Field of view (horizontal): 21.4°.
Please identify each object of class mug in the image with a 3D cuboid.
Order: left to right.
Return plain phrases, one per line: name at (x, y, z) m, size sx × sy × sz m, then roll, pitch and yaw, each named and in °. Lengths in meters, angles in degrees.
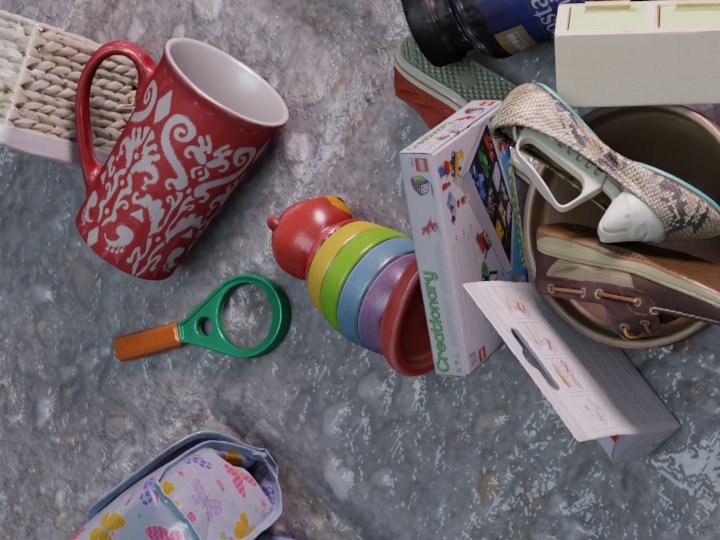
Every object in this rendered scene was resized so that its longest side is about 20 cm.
mug at (-0.188, -0.113, 1.802) m, size 0.178 × 0.133 × 0.200 m, roll 44°, pitch 114°, yaw 24°

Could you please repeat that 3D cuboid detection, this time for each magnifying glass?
magnifying glass at (-0.154, 0.056, 1.837) m, size 0.200 × 0.022 × 0.080 m, roll -15°, pitch 81°, yaw 28°

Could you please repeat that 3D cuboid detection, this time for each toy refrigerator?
toy refrigerator at (0.256, -0.177, 1.515) m, size 0.200 × 0.076 × 0.070 m, roll -1°, pitch 117°, yaw 10°

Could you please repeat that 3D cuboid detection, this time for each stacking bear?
stacking bear at (0.000, 0.000, 1.700) m, size 0.200 × 0.121 × 0.114 m, roll 34°, pitch 98°, yaw 37°

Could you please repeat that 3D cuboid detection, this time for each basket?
basket at (-0.316, -0.176, 1.840) m, size 0.135 × 0.200 × 0.124 m, roll 19°, pitch 92°, yaw 29°

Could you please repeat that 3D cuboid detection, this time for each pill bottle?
pill bottle at (0.140, -0.245, 1.603) m, size 0.200 × 0.112 × 0.112 m, roll -20°, pitch 78°, yaw 22°

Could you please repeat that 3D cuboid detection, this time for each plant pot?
plant pot at (0.241, -0.036, 1.560) m, size 0.201 × 0.093 × 0.201 m, roll -1°, pitch 87°, yaw 30°

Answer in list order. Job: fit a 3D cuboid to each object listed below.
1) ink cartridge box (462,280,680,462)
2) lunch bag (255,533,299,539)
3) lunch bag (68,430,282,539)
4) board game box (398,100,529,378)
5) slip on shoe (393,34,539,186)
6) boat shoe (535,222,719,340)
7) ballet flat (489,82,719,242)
ink cartridge box at (0.161, 0.083, 1.542) m, size 0.047 × 0.200 × 0.160 m, roll -45°, pitch 68°, yaw 23°
lunch bag at (-0.058, 0.339, 1.713) m, size 0.170 × 0.127 × 0.200 m, roll 6°, pitch 63°, yaw 30°
lunch bag at (-0.175, 0.238, 1.738) m, size 0.170 × 0.200 × 0.127 m, roll -39°, pitch 86°, yaw 23°
board game box at (0.091, -0.027, 1.588) m, size 0.035 × 0.126 × 0.200 m, roll 4°, pitch 115°, yaw 32°
slip on shoe at (0.108, -0.130, 1.666) m, size 0.200 × 0.074 × 0.061 m, roll 38°, pitch 144°, yaw 19°
boat shoe at (0.220, 0.020, 1.483) m, size 0.200 × 0.072 × 0.072 m, roll 19°, pitch 107°, yaw 33°
ballet flat at (0.184, -0.067, 1.483) m, size 0.200 × 0.068 × 0.075 m, roll 37°, pitch 65°, yaw 13°
